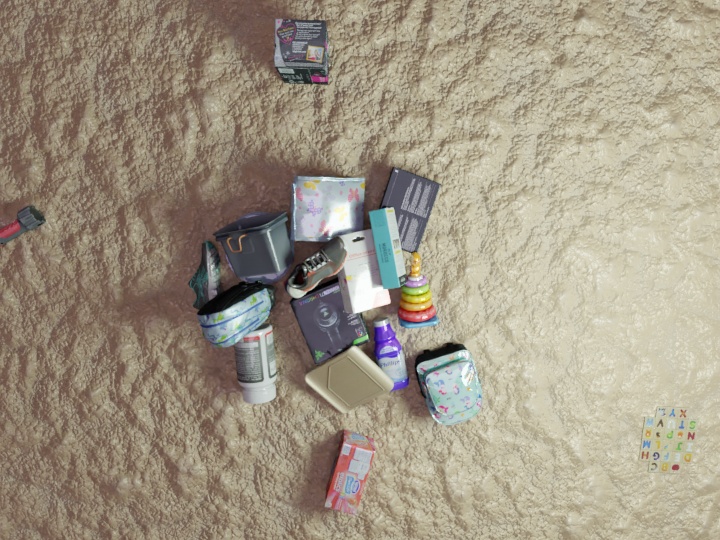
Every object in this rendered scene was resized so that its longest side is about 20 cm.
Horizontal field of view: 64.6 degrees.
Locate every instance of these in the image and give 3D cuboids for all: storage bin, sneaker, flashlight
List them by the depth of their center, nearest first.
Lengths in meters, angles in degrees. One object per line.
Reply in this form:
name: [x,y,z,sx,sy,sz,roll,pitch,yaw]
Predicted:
sneaker: [-0.110,-0.011,1.454,0.200,0.081,0.078,-44,71,23]
storage bin: [-0.274,-0.059,1.492,0.196,0.145,0.138,-7,110,31]
flashlight: [-0.977,-0.113,1.569,0.197,0.068,0.069,-30,94,5]
sneaker: [-0.439,0.021,1.588,0.088,0.078,0.206,-2,96,4]
sneaker: [-0.136,-0.007,1.590,0.198,0.084,0.076,-38,116,-19]

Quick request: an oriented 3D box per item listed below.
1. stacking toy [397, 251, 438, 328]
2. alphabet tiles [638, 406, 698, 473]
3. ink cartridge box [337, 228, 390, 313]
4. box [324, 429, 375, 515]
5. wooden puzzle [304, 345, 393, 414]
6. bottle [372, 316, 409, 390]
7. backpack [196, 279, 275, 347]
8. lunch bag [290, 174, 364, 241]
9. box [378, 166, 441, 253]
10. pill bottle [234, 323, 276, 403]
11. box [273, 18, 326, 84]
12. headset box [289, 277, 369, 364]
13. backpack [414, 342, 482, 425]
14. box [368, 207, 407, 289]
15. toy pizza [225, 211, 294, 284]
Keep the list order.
stacking toy: [0.151,0.048,1.554,0.106,0.117,0.206,-6,110,-2]
alphabet tiles: [0.917,0.505,1.694,0.161,0.006,0.206,4,98,-1]
ink cartridge box: [0.000,0.000,1.515,0.114,0.067,0.206,-13,95,-22]
box: [-0.031,0.584,1.655,0.100,0.095,0.205,15,98,-2]
wooden puzzle: [-0.032,0.307,1.604,0.198,0.038,0.185,-34,115,26]
bottle: [0.081,0.237,1.623,0.081,0.065,0.206,-13,98,3]
backpack: [-0.338,0.114,1.511,0.159,0.199,0.159,-2,95,26]
lunch bag: [-0.095,-0.168,1.514,0.195,0.126,0.175,-6,101,-31]
box: [0.120,-0.164,1.562,0.138,0.079,0.205,19,98,-5]
pill bottle: [-0.294,0.259,1.600,0.110,0.114,0.206,-4,98,0]
box: [-0.146,-0.552,1.445,0.128,0.200,0.118,2,96,-1]
headset box: [-0.081,0.141,1.595,0.170,0.093,0.205,-21,98,3]
backpack: [0.254,0.328,1.602,0.173,0.151,0.205,-16,103,1]
box: [0.073,-0.059,1.488,0.048,0.082,0.206,-9,93,20]
toy pizza: [-0.281,-0.062,1.597,0.194,0.032,0.207,0,98,1]
